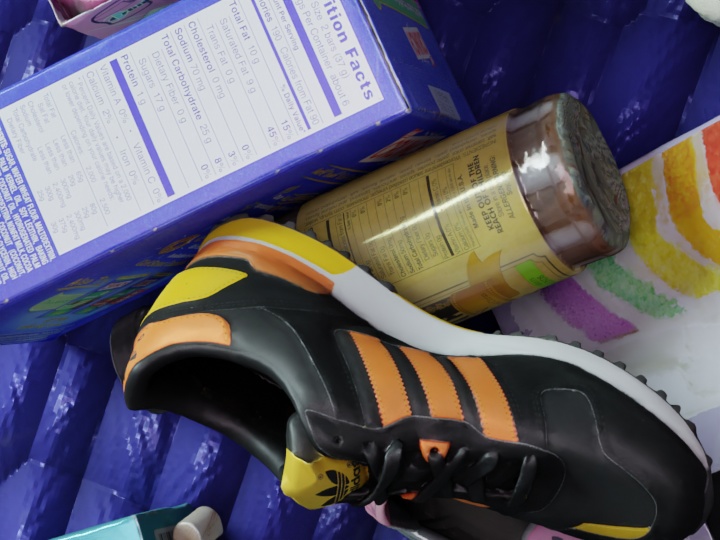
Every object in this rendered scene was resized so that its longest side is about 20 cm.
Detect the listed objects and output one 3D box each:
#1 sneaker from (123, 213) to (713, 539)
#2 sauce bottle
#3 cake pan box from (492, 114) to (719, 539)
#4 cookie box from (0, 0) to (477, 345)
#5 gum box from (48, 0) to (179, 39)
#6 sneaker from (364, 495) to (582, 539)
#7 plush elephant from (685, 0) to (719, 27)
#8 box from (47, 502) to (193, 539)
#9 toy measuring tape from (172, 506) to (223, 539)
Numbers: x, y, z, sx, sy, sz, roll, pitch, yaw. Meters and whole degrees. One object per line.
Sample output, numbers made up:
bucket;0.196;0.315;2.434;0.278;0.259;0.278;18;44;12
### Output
sneaker;0.015;0.058;0.783;0.200;0.090;0.070;25;134;13
sauce bottle;0.000;0.000;0.864;0.200;0.065;0.065;-23;85;24
cake pan box;0.153;0.044;0.854;0.184;0.052;0.200;-28;82;41
cookie box;-0.068;-0.044;0.880;0.200;0.171;0.075;-25;86;9
gum box;-0.025;-0.161;0.901;0.200;0.113;0.066;-28;84;10
sneaker;0.012;0.060;0.883;0.200;0.082;0.070;21;113;31
plush elephant;0.114;-0.206;0.809;0.155;0.200;0.165;26;74;7
box;-0.163;0.144;0.941;0.200;0.082;0.049;-17;84;10
toy measuring tape;0.021;0.145;0.905;0.200;0.074;0.074;41;97;5
